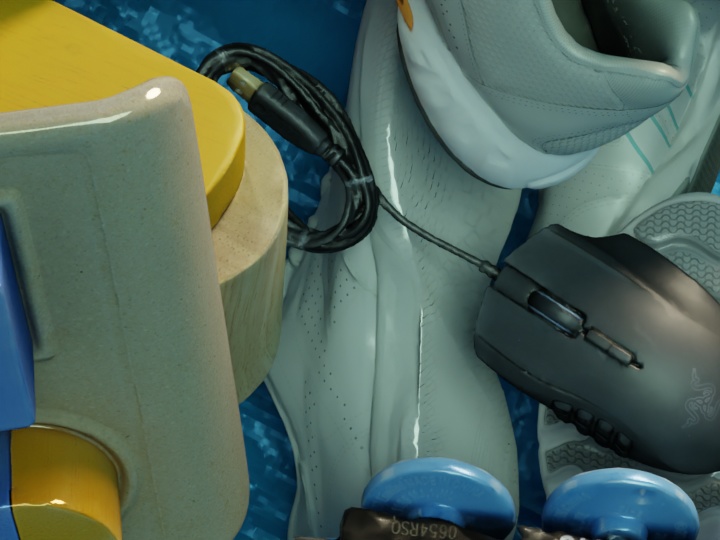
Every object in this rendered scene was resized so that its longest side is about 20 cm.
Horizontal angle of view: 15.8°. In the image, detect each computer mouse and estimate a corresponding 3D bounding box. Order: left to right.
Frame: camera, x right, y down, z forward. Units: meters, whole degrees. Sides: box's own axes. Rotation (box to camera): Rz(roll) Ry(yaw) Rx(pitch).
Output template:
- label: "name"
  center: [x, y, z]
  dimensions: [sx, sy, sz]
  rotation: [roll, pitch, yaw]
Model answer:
- label: "computer mouse"
  center: [0.035, -0.004, 0.766]
  dimensions: [0.199, 0.034, 0.059]
  rotation: [31, 92, -2]

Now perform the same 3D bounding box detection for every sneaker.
- label: "sneaker"
  center: [0.000, 0.000, 0.833]
  dimensions: [0.075, 0.088, 0.201]
  rotation: [8, 82, -49]
- label: "sneaker"
  center: [0.027, -0.120, 0.729]
  dimensions: [0.200, 0.092, 0.076]
  rotation: [51, 56, -11]
- label: "sneaker"
  center: [0.090, -0.061, 0.869]
  dimensions: [0.080, 0.070, 0.201]
  rotation: [28, 85, 12]
- label: "sneaker"
  center: [0.095, 0.071, 0.838]
  dimensions: [0.074, 0.082, 0.201]
  rotation: [10, 103, 11]

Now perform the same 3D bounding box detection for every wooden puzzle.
- label: "wooden puzzle"
  center: [-0.131, 0.041, 0.674]
  dimensions: [0.199, 0.186, 0.046]
  rotation: [-11, 48, -5]

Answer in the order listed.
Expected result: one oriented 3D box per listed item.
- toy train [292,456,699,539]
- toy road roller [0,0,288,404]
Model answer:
- label: "toy train"
  center: [0.071, 0.118, 0.756]
  dimensions: [0.199, 0.115, 0.087]
  rotation: [6, 49, 3]
- label: "toy road roller"
  center: [-0.131, 0.001, 0.739]
  dimensions: [0.199, 0.123, 0.146]
  rotation: [24, 60, 11]
